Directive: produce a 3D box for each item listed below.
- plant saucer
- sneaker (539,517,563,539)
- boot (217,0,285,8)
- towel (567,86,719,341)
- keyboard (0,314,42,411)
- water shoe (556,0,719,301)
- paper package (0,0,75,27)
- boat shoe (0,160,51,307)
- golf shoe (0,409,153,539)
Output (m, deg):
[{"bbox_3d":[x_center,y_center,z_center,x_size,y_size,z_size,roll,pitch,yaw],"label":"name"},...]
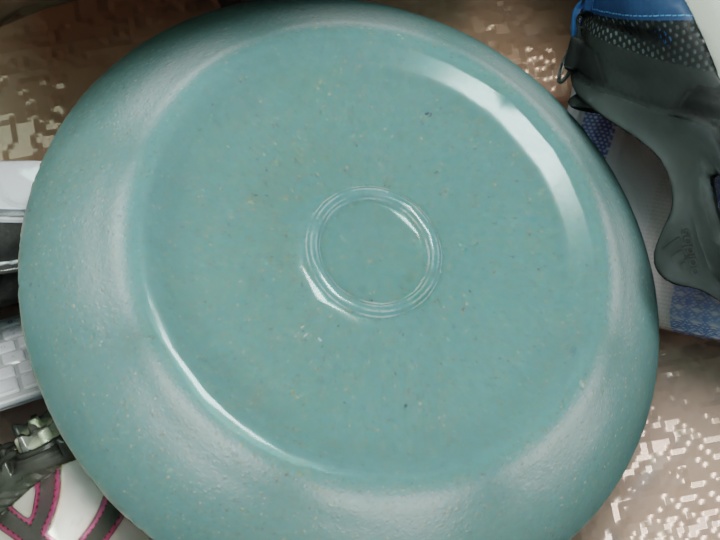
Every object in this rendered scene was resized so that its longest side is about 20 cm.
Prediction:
[{"bbox_3d":[0.000,0.000,0.750,0.199,0.036,0.201,6,66,-13],"label":"plant saucer"},{"bbox_3d":[-0.007,0.114,0.768,0.077,0.078,0.200,33,65,6],"label":"sneaker"},{"bbox_3d":[0.042,-0.154,0.853,0.199,0.066,0.165,-10,77,-10],"label":"boot"},{"bbox_3d":[0.147,-0.046,0.780,0.200,0.024,0.147,10,81,38],"label":"towel"},{"bbox_3d":[-0.035,0.006,0.807,0.199,0.056,0.011,-17,111,-7],"label":"keyboard"},{"bbox_3d":[0.086,-0.084,0.775,0.079,0.071,0.200,-37,59,28],"label":"water shoe"},{"bbox_3d":[-0.048,-0.189,0.739,0.190,0.103,0.201,-16,94,-16],"label":"paper package"},{"bbox_3d":[-0.148,-0.001,0.798,0.199,0.069,0.057,-2,82,2],"label":"boat shoe"},{"bbox_3d":[-0.095,0.090,0.777,0.200,0.077,0.088,-26,93,-4],"label":"golf shoe"}]
